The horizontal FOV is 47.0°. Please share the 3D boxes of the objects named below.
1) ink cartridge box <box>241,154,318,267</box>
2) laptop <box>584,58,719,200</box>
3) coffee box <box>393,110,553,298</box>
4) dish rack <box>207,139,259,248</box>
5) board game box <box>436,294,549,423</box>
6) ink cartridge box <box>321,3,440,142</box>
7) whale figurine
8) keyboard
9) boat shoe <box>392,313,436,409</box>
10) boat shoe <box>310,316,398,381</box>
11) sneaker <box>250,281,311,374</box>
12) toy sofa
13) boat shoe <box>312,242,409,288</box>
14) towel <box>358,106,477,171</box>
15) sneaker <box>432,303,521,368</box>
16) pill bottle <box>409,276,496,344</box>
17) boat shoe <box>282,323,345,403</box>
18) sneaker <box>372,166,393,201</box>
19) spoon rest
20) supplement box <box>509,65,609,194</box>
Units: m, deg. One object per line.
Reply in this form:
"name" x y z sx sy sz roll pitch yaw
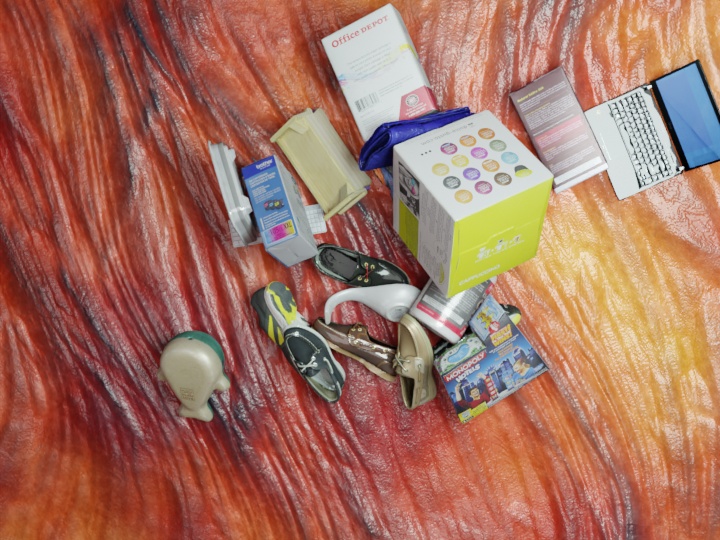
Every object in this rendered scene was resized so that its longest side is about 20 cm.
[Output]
"ink cartridge box" -0.155 -0.124 1.564 0.075 0.136 0.203 -19 72 8
"laptop" 0.525 -0.244 1.468 0.197 0.103 0.180 -23 92 12
"coffee box" 0.185 -0.114 1.425 0.197 0.202 0.199 -23 54 -18
"dish rack" -0.231 -0.144 1.556 0.043 0.200 0.174 -18 77 -4
"board game box" 0.230 0.152 1.513 0.198 0.062 0.202 -30 128 -5
"ink cartridge box" 0.041 -0.356 1.515 0.143 0.145 0.203 -22 94 13
"whale figurine" -0.335 0.212 1.691 0.156 0.104 0.203 6 123 9
"keyboard" -0.166 -0.089 1.654 0.196 0.011 0.057 -9 96 11
"boat shoe" 0.098 0.178 1.572 0.064 0.071 0.203 -28 121 -25
"boat shoe" 0.000 0.138 1.626 0.198 0.071 0.071 29 107 -3
"sneaker" -0.152 0.116 1.657 0.084 0.074 0.203 -10 107 42
"toy sofa" -0.074 -0.207 1.596 0.082 0.097 0.201 -35 91 37
"boat shoe" -0.001 0.003 1.613 0.198 0.063 0.075 21 98 5
"towel" 0.102 -0.237 1.480 0.197 0.147 0.050 -14 81 -27
"sneaker" 0.231 0.141 1.591 0.199 0.078 0.091 -35 105 13
"pill bottle" 0.186 0.026 1.548 0.110 0.111 0.202 33 87 4
"boat shoe" -0.087 0.181 1.595 0.075 0.061 0.200 -20 131 25
"sneaker" 0.090 -0.160 1.571 0.078 0.075 0.202 -34 92 9
"spoon rest" 0.027 0.063 1.600 0.196 0.061 0.100 -4 138 -3
"supplement box" 0.363 -0.256 1.513 0.107 0.061 0.203 -25 93 18
